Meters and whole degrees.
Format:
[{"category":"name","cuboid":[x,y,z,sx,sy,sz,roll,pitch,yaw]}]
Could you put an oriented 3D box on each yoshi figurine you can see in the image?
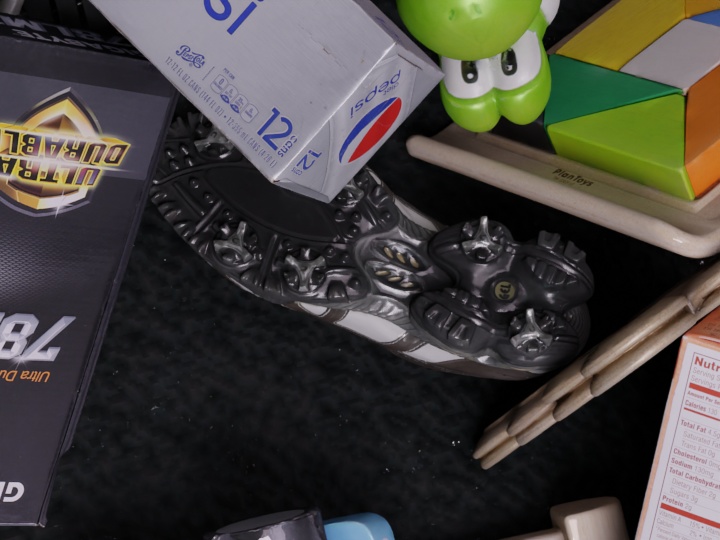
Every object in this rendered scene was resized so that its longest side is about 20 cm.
[{"category":"yoshi figurine","cuboid":[0.044,-0.161,1.019,0.112,0.112,0.200,8,64,-41]}]

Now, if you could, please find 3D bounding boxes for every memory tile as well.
[{"category":"memory tile","cuboid":[0.126,0.020,1.010,0.153,0.200,0.017,-35,85,-21]}]

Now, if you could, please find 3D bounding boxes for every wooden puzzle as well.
[{"category":"wooden puzzle","cuboid":[0.143,-0.084,1.040,0.200,0.185,0.037,-34,122,-24]}]

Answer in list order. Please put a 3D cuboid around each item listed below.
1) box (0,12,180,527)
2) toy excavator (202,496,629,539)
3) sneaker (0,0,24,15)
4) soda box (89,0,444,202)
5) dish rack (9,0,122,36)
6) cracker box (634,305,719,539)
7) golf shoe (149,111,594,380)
[{"category":"box","cuboid":[-0.182,-0.002,0.892,0.200,0.050,0.199,7,107,-39]},{"category":"toy excavator","cuboid":[0.001,0.137,1.003,0.194,0.200,0.100,-14,90,21]},{"category":"sneaker","cuboid":[-0.185,-0.058,0.936,0.073,0.071,0.200,21,88,-52]},{"category":"soda box","cuboid":[-0.066,-0.117,0.887,0.200,0.063,0.068,44,98,18]},{"category":"dish rack","cuboid":[-0.057,-0.171,0.975,0.200,0.055,0.154,-18,59,0]},{"category":"cracker box","cuboid":[0.157,0.107,1.009,0.134,0.058,0.200,-28,133,-61]},{"category":"golf shoe","cuboid":[0.000,0.000,1.030,0.200,0.095,0.078,26,73,9]}]
